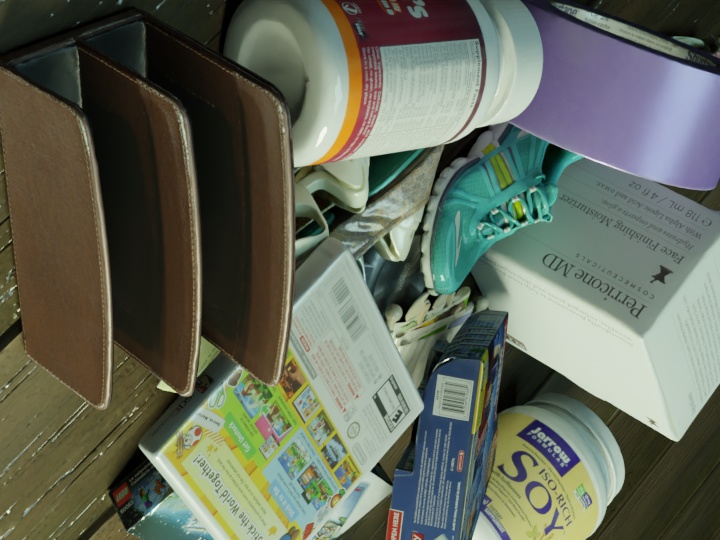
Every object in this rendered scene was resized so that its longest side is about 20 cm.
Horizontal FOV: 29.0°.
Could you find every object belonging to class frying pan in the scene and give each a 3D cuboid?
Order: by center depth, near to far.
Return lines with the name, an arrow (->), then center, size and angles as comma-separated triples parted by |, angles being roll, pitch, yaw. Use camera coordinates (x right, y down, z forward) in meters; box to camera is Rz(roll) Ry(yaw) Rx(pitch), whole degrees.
frying pan -> 0.010, -0.014, 1.061 | 0.115, 0.031, 0.190 | -56, 150, -7

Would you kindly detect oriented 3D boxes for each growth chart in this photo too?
growth chart -> 0.051, 0.075, 1.162 | 0.199, 0.018, 0.146 | -6, 122, -61

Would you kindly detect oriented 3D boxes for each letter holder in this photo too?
letter holder -> -0.116, -0.019, 0.779 | 0.100, 0.142, 0.202 | -29, 137, -37

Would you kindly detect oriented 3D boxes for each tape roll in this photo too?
tape roll -> 0.188, -0.138, 1.038 | 0.199, 0.199, 0.086 | -3, 117, -52

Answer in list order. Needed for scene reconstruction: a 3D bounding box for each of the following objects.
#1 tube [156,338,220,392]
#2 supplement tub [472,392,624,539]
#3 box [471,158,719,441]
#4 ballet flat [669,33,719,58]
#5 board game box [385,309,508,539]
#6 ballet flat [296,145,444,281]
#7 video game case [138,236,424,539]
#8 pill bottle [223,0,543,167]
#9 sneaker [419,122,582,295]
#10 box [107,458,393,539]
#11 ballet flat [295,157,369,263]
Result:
tube -> -0.067, 0.079, 1.014 | 0.200, 0.051, 0.059 | 34, 51, -55
supplement tub -> 0.142, 0.218, 1.310 | 0.199, 0.145, 0.146 | -33, 139, -34
box -> 0.213, 0.013, 1.191 | 0.131, 0.198, 0.200 | -51, 146, -13
ballet flat -> 0.278, -0.179, 1.265 | 0.199, 0.075, 0.065 | -19, 100, -50
board game box -> 0.075, 0.137, 1.142 | 0.200, 0.061, 0.202 | -43, 141, -73
ballet flat -> -0.005, -0.023, 0.985 | 0.200, 0.068, 0.068 | -39, 112, -22
video game case -> -0.044, 0.102, 0.938 | 0.182, 0.023, 0.201 | -47, 143, -17
pill bottle -> 0.019, -0.131, 0.886 | 0.199, 0.109, 0.111 | -13, 126, -42
sneaker -> 0.112, -0.060, 1.092 | 0.200, 0.079, 0.078 | -52, 144, -25
box -> -0.074, 0.163, 1.029 | 0.136, 0.038, 0.200 | -40, 144, 5
ballet flat -> -0.042, -0.045, 0.919 | 0.200, 0.075, 0.068 | -43, 143, -24
